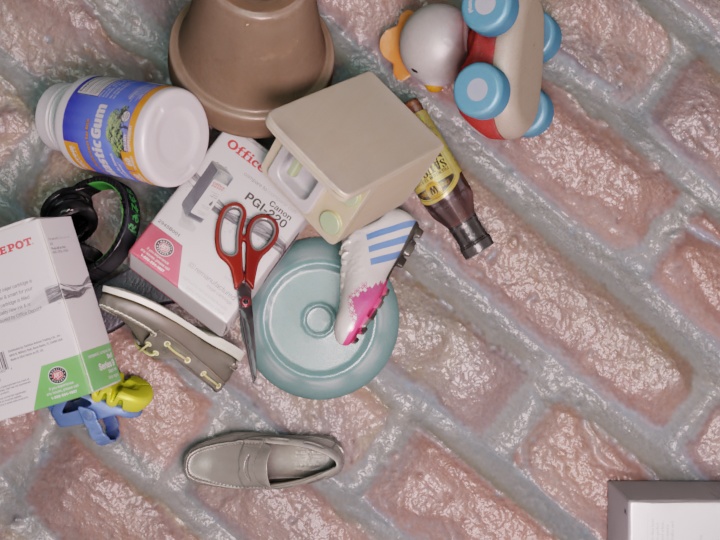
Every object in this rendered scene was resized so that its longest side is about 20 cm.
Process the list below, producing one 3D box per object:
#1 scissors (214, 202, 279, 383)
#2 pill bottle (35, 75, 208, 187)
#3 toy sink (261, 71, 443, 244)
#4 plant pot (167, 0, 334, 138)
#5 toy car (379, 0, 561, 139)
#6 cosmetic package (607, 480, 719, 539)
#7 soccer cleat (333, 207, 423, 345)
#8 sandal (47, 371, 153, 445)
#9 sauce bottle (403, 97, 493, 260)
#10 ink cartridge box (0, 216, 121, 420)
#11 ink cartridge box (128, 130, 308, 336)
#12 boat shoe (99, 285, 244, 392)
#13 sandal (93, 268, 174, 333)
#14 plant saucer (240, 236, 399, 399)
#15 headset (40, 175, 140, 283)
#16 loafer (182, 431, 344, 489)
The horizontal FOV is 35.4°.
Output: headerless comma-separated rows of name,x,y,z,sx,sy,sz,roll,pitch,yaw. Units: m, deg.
scissors,-0.137,0.023,1.270,0.072,0.014,0.202,10,78,-12
pill bottle,-0.282,-0.165,1.305,0.199,0.112,0.113,13,91,34
toy sink,-0.025,-0.121,1.275,0.130,0.200,0.112,45,131,11
plant pot,-0.120,-0.280,1.276,0.198,0.175,0.202,3,64,-7
toy car,0.113,-0.247,1.336,0.198,0.184,0.179,6,92,29
cosmetic package,0.401,0.361,1.342,0.198,0.123,0.202,1,91,-2
soccer cleat,0.000,0.000,1.334,0.086,0.070,0.201,30,55,1
sandal,-0.355,0.152,1.363,0.198,0.080,0.088,21,107,4
sauce bottle,0.095,-0.109,1.364,0.066,0.066,0.201,-33,89,0
ink cartridge box,-0.373,0.053,1.266,0.145,0.084,0.202,-16,91,15
ink cartridge box,-0.157,-0.049,1.330,0.145,0.085,0.201,36,72,-1
boat shoe,-0.225,0.080,1.323,0.201,0.072,0.061,33,80,-35
sandal,-0.248,0.016,1.375,0.198,0.043,0.077,-21,83,-3
plant saucer,-0.050,0.060,1.381,0.198,0.036,0.202,0,90,0
headset,-0.353,-0.040,1.335,0.199,0.094,0.125,-25,60,23
loafer,-0.118,0.230,1.365,0.198,0.070,0.071,-6,91,0
